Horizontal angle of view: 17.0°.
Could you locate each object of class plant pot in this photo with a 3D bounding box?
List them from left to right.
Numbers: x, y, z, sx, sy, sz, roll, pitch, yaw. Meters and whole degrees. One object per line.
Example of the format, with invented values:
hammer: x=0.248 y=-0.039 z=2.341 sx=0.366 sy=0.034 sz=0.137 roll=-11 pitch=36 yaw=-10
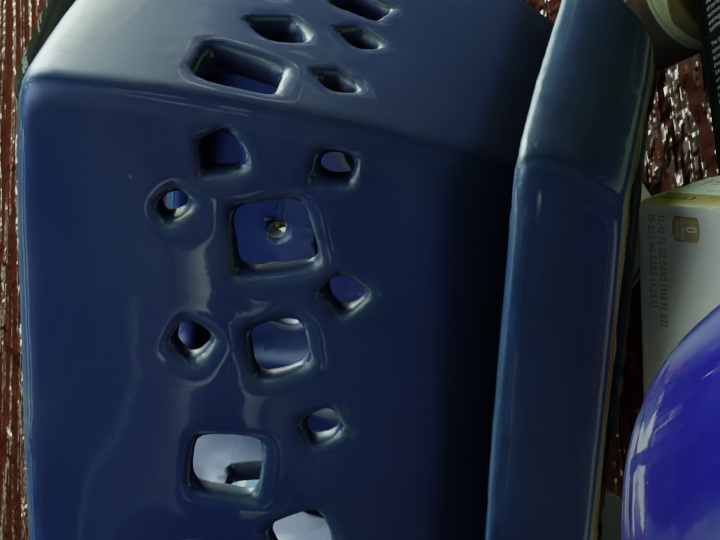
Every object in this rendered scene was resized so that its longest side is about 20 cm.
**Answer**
plant pot: x=0.000 y=0.000 z=0.794 sx=0.200 sy=0.179 sz=0.201 roll=-66 pitch=-19 yaw=-63

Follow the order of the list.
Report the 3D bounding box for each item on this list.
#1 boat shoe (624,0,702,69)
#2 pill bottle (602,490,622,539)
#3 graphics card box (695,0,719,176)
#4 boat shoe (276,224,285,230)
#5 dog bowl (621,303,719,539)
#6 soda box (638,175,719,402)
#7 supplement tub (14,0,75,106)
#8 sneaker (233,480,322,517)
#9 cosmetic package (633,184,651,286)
boat shoe: x=0.105 y=-0.172 z=0.926 sx=0.065 sy=0.073 sz=0.201 roll=-27 pitch=58 yaw=47
pill bottle: x=0.037 y=0.176 z=0.896 sx=0.200 sy=0.113 sz=0.114 roll=-54 pitch=39 yaw=37
graphics card box: x=0.172 y=-0.072 z=0.806 sx=0.125 sy=0.051 sz=0.201 roll=-35 pitch=52 yaw=50
boat shoe: x=-0.014 y=-0.007 z=1.078 sx=0.200 sy=0.072 sz=0.072 roll=49 pitch=123 yaw=53
dog bowl: x=0.168 y=0.076 z=0.620 sx=0.079 sy=0.199 sz=0.201 roll=-41 pitch=48 yaw=49
soda box: x=0.132 y=0.072 z=0.747 sx=0.068 sy=0.064 sz=0.201 roll=6 pitch=104 yaw=39
supplement tub: x=-0.083 y=-0.148 z=1.188 sx=0.200 sy=0.122 sz=0.123 roll=-63 pitch=34 yaw=27
sneaker: x=-0.021 y=0.071 z=1.030 sx=0.131 sy=0.079 sz=0.200 roll=-54 pitch=29 yaw=41
cosmetic package: x=0.033 y=-0.061 z=0.986 sx=0.073 sy=0.103 sz=0.200 roll=-61 pitch=34 yaw=30
